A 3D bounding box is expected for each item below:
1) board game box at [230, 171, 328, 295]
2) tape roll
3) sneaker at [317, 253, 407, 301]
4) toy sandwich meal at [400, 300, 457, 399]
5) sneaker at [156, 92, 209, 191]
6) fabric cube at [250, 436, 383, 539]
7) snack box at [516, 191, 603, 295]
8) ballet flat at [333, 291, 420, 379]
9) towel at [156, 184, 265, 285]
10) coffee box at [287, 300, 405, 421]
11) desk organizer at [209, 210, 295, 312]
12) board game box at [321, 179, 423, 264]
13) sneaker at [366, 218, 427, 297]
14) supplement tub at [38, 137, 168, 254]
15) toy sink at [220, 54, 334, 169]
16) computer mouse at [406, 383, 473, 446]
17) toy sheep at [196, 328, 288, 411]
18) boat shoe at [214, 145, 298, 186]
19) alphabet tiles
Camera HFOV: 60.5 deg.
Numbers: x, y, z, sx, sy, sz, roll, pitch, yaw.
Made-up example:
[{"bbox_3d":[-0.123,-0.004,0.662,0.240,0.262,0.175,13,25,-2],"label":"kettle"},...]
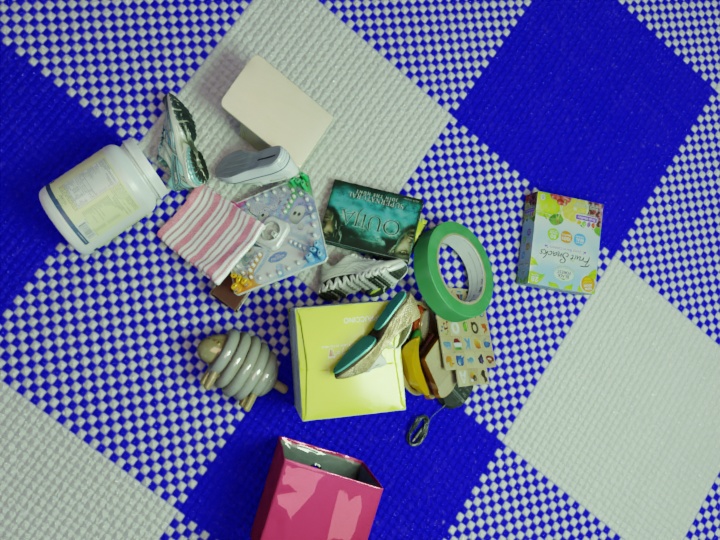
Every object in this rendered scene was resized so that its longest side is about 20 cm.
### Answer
[{"bbox_3d":[-0.173,-0.076,1.197,0.195,0.026,0.204,-20,62,10],"label":"board game box"},{"bbox_3d":[0.195,0.002,1.284,0.197,0.048,0.206,16,65,-35],"label":"tape roll"},{"bbox_3d":[0.000,0.000,1.251,0.195,0.075,0.083,-13,62,20],"label":"sneaker"},{"bbox_3d":[0.137,0.164,1.253,0.069,0.203,0.212,-3,85,34],"label":"toy sandwich meal"},{"bbox_3d":[-0.374,-0.255,1.231,0.084,0.077,0.205,-20,78,12],"label":"sneaker"},{"bbox_3d":[-0.090,0.457,1.167,0.191,0.200,0.205,18,84,-9],"label":"fabric cube"},{"bbox_3d":[0.444,-0.058,1.375,0.164,0.068,0.206,8,86,-11],"label":"snack box"},{"bbox_3d":[0.037,0.128,1.086,0.200,0.070,0.065,-47,108,-9],"label":"ballet flat"},{"bbox_3d":[-0.295,-0.077,1.207,0.198,0.030,0.148,33,80,28],"label":"towel"},{"bbox_3d":[-0.034,0.166,1.199,0.194,0.198,0.206,-4,86,-11],"label":"coffee box"},{"bbox_3d":[-0.201,-0.006,1.230,0.076,0.072,0.202,29,79,29],"label":"desk organizer"},{"bbox_3d":[0.021,-0.101,1.280,0.194,0.028,0.139,13,77,10],"label":"board game box"},{"bbox_3d":[0.063,-0.036,1.308,0.080,0.074,0.203,30,79,10],"label":"sneaker"},{"bbox_3d":[-0.479,-0.143,1.166,0.198,0.145,0.147,-37,93,-11],"label":"supplement tub"},{"bbox_3d":[-0.173,-0.308,1.255,0.198,0.112,0.132,36,80,-11],"label":"toy sink"},{"bbox_3d":[0.167,0.291,1.317,0.200,0.034,0.059,-45,111,-6],"label":"computer mouse"},{"bbox_3d":[-0.228,0.190,1.200,0.198,0.137,0.140,34,80,-22],"label":"toy sheep"},{"bbox_3d":[-0.208,-0.194,1.225,0.067,0.196,0.075,43,60,-43],"label":"boat shoe"},{"bbox_3d":[0.221,0.138,1.295,0.163,0.006,0.206,4,72,-41],"label":"alphabet tiles"}]
